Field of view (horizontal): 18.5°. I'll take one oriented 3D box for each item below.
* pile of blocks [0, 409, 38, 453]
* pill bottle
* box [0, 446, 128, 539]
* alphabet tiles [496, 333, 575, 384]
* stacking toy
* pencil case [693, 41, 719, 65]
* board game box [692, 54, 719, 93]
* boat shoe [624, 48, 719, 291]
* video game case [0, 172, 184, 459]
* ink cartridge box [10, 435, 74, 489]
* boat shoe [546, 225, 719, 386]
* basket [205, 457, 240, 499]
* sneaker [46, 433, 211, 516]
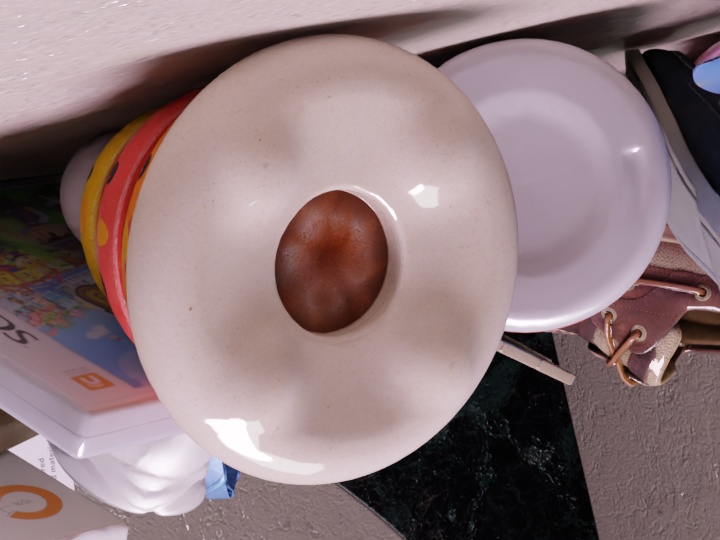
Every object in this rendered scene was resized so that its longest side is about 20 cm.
[{"bbox_3d":[-0.200,0.037,0.820,0.199,0.062,0.082,-7,-156,-35],"label":"pile of blocks"},{"bbox_3d":[0.067,-0.030,0.919,0.112,0.113,0.200,-13,177,3],"label":"pill bottle"},{"bbox_3d":[-0.202,0.114,0.845,0.200,0.098,0.124,24,-155,40],"label":"box"},{"bbox_3d":[0.000,0.000,0.961,0.166,0.006,0.200,28,-178,35],"label":"alphabet tiles"},{"bbox_3d":[-0.052,-0.013,0.784,0.146,0.147,0.200,-12,-167,-31],"label":"stacking toy"},{"bbox_3d":[0.181,-0.067,1.091,0.082,0.087,0.200,4,177,-1],"label":"pencil case"},{"bbox_3d":[0.216,-0.107,0.811,0.158,0.039,0.200,-3,170,-39],"label":"board game box"},{"bbox_3d":[0.158,-0.040,0.913,0.062,0.075,0.200,-20,-151,0],"label":"boat shoe"},{"bbox_3d":[-0.096,0.007,0.860,0.182,0.022,0.200,29,-156,33],"label":"video game case"},{"bbox_3d":[-0.249,0.097,1.066,0.199,0.085,0.146,-10,-164,-17],"label":"ink cartridge box"},{"bbox_3d":[0.140,0.020,1.068,0.199,0.072,0.072,0,154,7],"label":"boat shoe"},{"bbox_3d":[-0.069,0.039,1.234,0.199,0.140,0.177,-3,-150,12],"label":"basket"},{"bbox_3d":[-0.139,0.021,0.935,0.200,0.080,0.070,28,-154,14],"label":"sneaker"}]
